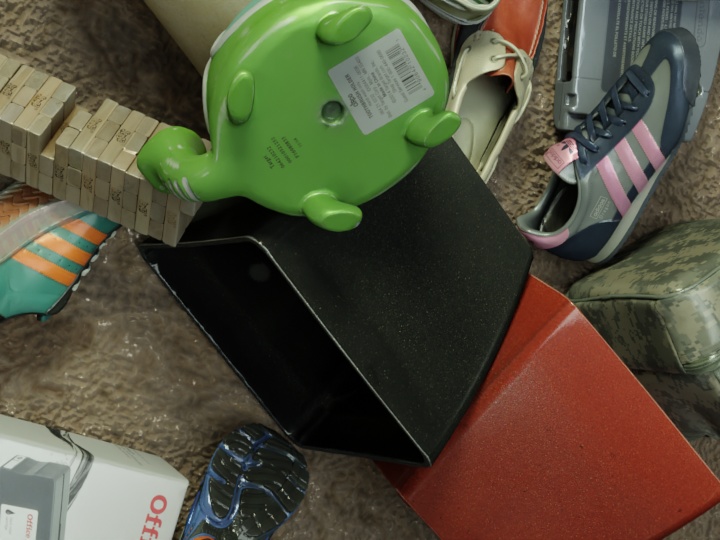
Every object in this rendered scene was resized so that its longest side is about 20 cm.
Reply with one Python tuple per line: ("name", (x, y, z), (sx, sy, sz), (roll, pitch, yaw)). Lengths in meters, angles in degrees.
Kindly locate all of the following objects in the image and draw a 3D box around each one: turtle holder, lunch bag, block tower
("turtle holder", (-0.036, -0.101, 1.045), (0.140, 0.132, 0.186), (24, 110, -25))
("lunch bag", (0.269, 0.059, 1.293), (0.139, 0.200, 0.168), (-29, 99, -19))
("block tower", (-0.190, -0.083, 1.116), (0.199, 0.058, 0.054), (22, 51, 6))

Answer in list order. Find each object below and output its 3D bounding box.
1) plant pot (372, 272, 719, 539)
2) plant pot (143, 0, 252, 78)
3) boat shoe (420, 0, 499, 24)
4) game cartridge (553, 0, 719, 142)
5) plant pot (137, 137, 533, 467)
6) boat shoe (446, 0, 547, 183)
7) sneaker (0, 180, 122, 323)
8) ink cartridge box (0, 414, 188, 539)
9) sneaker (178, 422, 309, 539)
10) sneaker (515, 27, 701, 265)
("plant pot", (0.114, 0.127, 1.248), (0.176, 0.200, 0.200), (-43, 109, -3))
("plant pot", (-0.080, -0.220, 1.141), (0.200, 0.200, 0.184), (-37, 119, -14))
("boat shoe", (0.021, -0.248, 1.221), (0.199, 0.062, 0.072), (30, 85, -12))
("game cartridge", (0.223, -0.204, 1.332), (0.132, 0.041, 0.201), (4, 94, -26))
("plant pot", (0.000, 0.000, 1.189), (0.177, 0.199, 0.200), (-44, 109, -22))
("boat shoe", (0.096, -0.139, 1.274), (0.071, 0.063, 0.201), (27, 84, -20))
("sneaker", (-0.214, -0.017, 1.166), (0.200, 0.071, 0.080), (-32, 126, -22))
("ink cartridge box", (-0.236, 0.181, 1.163), (0.199, 0.084, 0.145), (17, 90, -23))
("sneaker", (-0.101, 0.189, 1.202), (0.075, 0.078, 0.200), (36, 47, -8))
("sneaker", (0.186, -0.094, 1.275), (0.082, 0.070, 0.201), (9, 117, -27))
